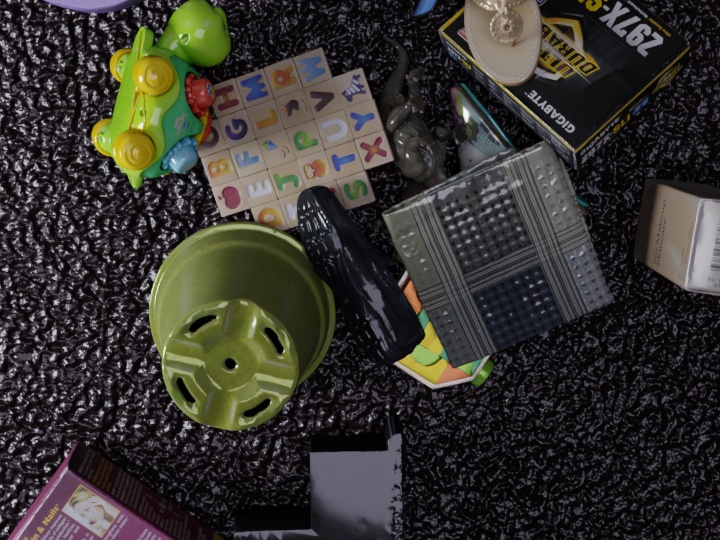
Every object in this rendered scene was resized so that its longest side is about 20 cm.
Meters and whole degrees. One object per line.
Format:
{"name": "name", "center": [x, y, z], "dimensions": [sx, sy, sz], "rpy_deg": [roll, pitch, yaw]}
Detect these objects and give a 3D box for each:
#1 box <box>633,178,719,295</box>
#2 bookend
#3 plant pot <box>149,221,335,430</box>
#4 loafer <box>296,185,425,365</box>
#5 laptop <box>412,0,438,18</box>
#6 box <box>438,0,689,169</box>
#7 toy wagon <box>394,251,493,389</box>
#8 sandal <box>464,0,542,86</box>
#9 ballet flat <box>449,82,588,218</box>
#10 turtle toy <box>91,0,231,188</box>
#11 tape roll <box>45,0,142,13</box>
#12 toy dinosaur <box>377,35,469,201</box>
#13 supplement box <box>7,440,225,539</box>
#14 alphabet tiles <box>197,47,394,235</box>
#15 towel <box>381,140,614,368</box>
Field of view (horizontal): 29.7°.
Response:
{"name": "box", "center": [0.343, -0.036, 1.373], "dimensions": [0.077, 0.200, 0.096], "rpy_deg": [7, 98, -4]}
{"name": "bookend", "center": [-0.053, 0.264, 1.452], "dimensions": [0.199, 0.092, 0.200], "rpy_deg": [-2, 97, -1]}
{"name": "plant pot", "center": [-0.124, 0.069, 1.362], "dimensions": [0.199, 0.184, 0.201], "rpy_deg": [0, 105, -1]}
{"name": "loafer", "center": [0.000, 0.000, 1.401], "dimensions": [0.070, 0.068, 0.201], "rpy_deg": [-31, 94, -33]}
{"name": "laptop", "center": [0.060, -0.364, 1.315], "dimensions": [0.116, 0.187, 0.201], "rpy_deg": [-30, 99, 1]}
{"name": "box", "center": [0.203, -0.223, 1.359], "dimensions": [0.160, 0.049, 0.200], "rpy_deg": [-41, 67, -6]}
{"name": "toy wagon", "center": [0.103, 0.024, 1.450], "dimensions": [0.155, 0.040, 0.200], "rpy_deg": [32, 96, -7]}
{"name": "sandal", "center": [0.132, -0.291, 1.326], "dimensions": [0.077, 0.070, 0.213], "rpy_deg": [-4, 75, 16]}
{"name": "ballet flat", "center": [0.151, -0.106, 1.423], "dimensions": [0.200, 0.069, 0.071], "rpy_deg": [42, 101, -11]}
{"name": "turtle toy", "center": [-0.194, -0.178, 1.365], "dimensions": [0.101, 0.146, 0.201], "rpy_deg": [14, 98, -25]}
{"name": "tape roll", "center": [-0.270, -0.359, 1.351], "dimensions": [0.199, 0.085, 0.201], "rpy_deg": [-1, 98, -4]}
{"name": "toy dinosaur", "center": [0.048, -0.143, 1.399], "dimensions": [0.077, 0.102, 0.201], "rpy_deg": [-26, 81, -37]}
{"name": "supplement box", "center": [-0.260, 0.298, 1.440], "dimensions": [0.200, 0.103, 0.131], "rpy_deg": [37, 95, -8]}
{"name": "alphabet tiles", "center": [-0.072, -0.131, 1.406], "dimensions": [0.199, 0.006, 0.167], "rpy_deg": [-17, 100, 17]}
{"name": "towel", "center": [0.143, -0.018, 1.401], "dimensions": [0.192, 0.035, 0.201], "rpy_deg": [-23, 111, 4]}
